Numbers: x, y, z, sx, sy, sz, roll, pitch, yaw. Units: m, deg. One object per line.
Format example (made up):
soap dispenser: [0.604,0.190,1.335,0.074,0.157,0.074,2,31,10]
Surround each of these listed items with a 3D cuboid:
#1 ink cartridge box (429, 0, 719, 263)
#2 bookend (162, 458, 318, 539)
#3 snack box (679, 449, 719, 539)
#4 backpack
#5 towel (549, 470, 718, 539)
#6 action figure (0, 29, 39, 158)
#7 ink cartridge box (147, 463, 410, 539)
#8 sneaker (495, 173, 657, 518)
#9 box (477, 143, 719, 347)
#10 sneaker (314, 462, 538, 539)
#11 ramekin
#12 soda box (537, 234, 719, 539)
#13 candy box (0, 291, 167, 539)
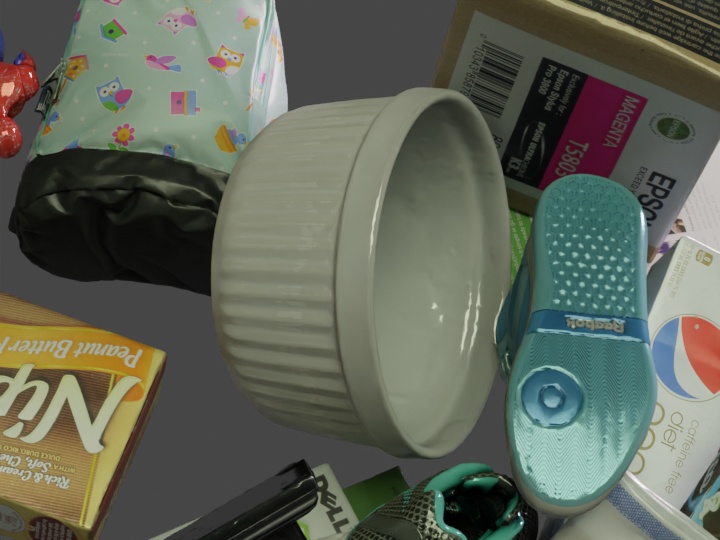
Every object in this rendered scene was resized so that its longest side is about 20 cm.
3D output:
ink cartridge box: [0.126,-0.106,1.193,0.164,0.200,0.075,23,60,4]
bookend: [-0.062,0.224,0.961,0.198,0.092,0.201,-29,92,-4]
snack box: [0.199,0.187,1.115,0.116,0.037,0.201,33,96,-1]
backpack: [-0.107,-0.094,1.224,0.166,0.127,0.201,11,57,-1]
towel: [0.130,0.218,1.091,0.147,0.024,0.200,38,97,3]
action figure: [-0.222,-0.122,1.217,0.065,0.052,0.200,-13,35,-13]
ink cartridge box: [-0.038,0.174,1.129,0.199,0.059,0.104,-21,68,-20]
sneaker: [0.110,0.063,1.138,0.079,0.131,0.201,13,57,0]
box: [0.151,-0.027,1.291,0.199,0.036,0.145,-8,64,-16]
sneaker: [0.058,0.138,1.110,0.078,0.091,0.200,56,27,10]
ramekin: [0.000,0.000,1.155,0.104,0.200,0.201,3,57,24]
soda box: [0.167,0.086,1.194,0.068,0.064,0.201,26,71,-1]
candy box: [-0.219,0.069,1.153,0.199,0.055,0.116,21,59,1]
